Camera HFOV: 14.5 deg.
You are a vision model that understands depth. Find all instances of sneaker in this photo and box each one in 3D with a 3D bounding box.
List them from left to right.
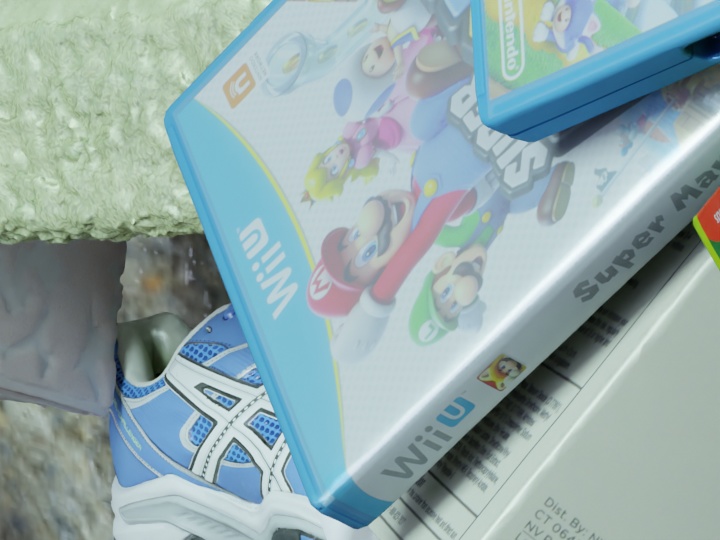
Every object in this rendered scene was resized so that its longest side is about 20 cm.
[{"bbox_3d":[-0.015,0.044,0.854,0.200,0.076,0.077,-10,94,45],"label":"sneaker"}]

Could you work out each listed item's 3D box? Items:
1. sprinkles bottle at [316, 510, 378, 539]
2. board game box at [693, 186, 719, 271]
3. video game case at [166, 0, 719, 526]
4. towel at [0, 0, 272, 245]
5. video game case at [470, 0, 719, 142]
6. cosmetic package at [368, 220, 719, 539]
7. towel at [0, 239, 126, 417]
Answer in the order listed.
[{"bbox_3d":[0.000,0.000,0.787,0.068,0.068,0.200,-62,32,32],"label":"sprinkles bottle"},{"bbox_3d":[0.170,-0.047,0.542,0.048,0.200,0.102,61,165,12],"label":"board game box"},{"bbox_3d":[0.042,-0.057,0.635,0.200,0.018,0.143,-45,41,19],"label":"video game case"},{"bbox_3d":[-0.053,-0.080,0.764,0.200,0.036,0.149,-6,90,30],"label":"towel"},{"bbox_3d":[0.095,-0.122,0.550,0.200,0.018,0.143,-22,61,42],"label":"video game case"},{"bbox_3d":[0.094,0.009,0.646,0.200,0.071,0.105,-50,12,1],"label":"cosmetic package"},{"bbox_3d":[-0.137,-0.066,0.844,0.032,0.191,0.200,-6,74,34],"label":"towel"}]
